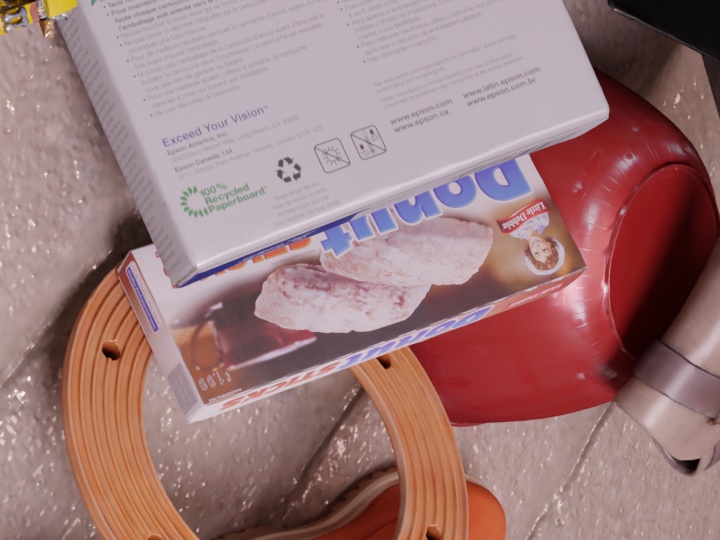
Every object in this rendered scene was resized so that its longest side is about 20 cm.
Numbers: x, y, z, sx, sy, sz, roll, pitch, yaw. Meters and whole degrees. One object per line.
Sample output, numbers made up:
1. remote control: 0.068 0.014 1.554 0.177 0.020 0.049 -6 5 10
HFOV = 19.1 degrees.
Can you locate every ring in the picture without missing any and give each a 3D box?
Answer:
1. ring: -0.038 0.076 0.885 0.200 0.019 0.201 23 49 -29

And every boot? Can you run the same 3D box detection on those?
1. boot: 0.172 0.014 0.962 0.146 0.070 0.200 -45 142 -4
2. boot: 0.021 0.146 0.979 0.200 0.107 0.075 -17 110 -47

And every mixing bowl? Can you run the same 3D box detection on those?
1. mixing bowl: 0.104 -0.012 1.035 0.200 0.108 0.201 -14 108 -47

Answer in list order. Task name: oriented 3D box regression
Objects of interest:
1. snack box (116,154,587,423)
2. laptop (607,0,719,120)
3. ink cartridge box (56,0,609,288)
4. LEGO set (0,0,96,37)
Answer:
1. snack box: 0.000 0.000 0.903 0.199 0.024 0.072 -18 74 -31
2. laptop: 0.147 -0.125 1.038 0.200 0.115 0.188 93 -8 -51
3. ink cartridge box: -0.024 -0.118 0.844 0.199 0.041 0.201 -20 86 -25
4. LEGO set: -0.146 -0.141 0.693 0.199 0.116 0.155 4 97 -44
